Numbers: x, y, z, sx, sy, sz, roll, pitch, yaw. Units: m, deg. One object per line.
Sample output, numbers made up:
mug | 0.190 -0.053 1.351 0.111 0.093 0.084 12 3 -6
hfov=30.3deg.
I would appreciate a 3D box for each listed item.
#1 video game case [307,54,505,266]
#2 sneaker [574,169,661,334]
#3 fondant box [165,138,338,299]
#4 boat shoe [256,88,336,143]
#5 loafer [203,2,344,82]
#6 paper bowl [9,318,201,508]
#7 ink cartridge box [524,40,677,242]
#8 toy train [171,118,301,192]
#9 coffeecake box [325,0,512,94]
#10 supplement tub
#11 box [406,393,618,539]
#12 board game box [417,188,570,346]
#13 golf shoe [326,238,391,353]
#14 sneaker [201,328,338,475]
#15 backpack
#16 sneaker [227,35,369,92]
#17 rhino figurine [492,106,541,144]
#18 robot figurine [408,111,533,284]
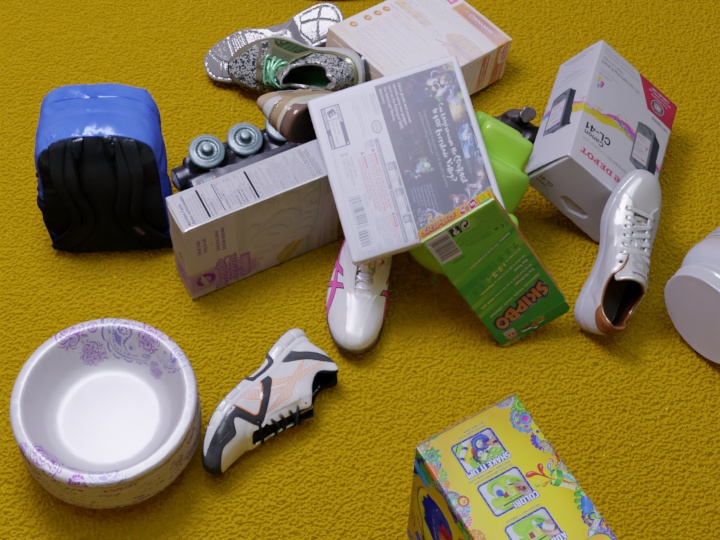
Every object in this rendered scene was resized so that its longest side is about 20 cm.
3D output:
video game case | 0.051 -0.125 1.506 0.180 0.023 0.202 -17 76 3
sneaker | 0.317 -0.019 1.542 0.072 0.085 0.202 18 88 -20
fondant box | -0.124 -0.060 1.572 0.199 0.145 0.058 -22 60 -15
boat shoe | -0.054 -0.197 1.632 0.076 0.200 0.072 34 105 25
loafer | -0.111 -0.297 1.790 0.198 0.063 0.072 -21 83 5
paper bowl | -0.272 0.162 1.441 0.199 0.105 0.202 1 55 -1
ink cartridge box | 0.300 -0.160 1.649 0.147 0.085 0.201 36 53 -21
toy train | -0.133 -0.122 1.659 0.199 0.085 0.115 -21 72 -18
coffeecake box | 0.075 -0.287 1.758 0.199 0.073 0.153 -30 61 -31
supplement tub | 0.464 0.003 1.541 0.199 0.146 0.145 -35 63 -23
box | 0.147 0.269 1.318 0.121 0.201 0.193 -25 58 -17
board game box | 0.154 0.002 1.501 0.095 0.200 0.030 -30 35 13
golf shoe | 0.000 0.000 1.567 0.072 0.092 0.201 7 57 2
sneaker | -0.099 0.151 1.472 0.080 0.074 0.200 32 61 17
backpack | -0.311 -0.136 1.587 0.161 0.201 0.169 -7 56 -5
sneaker | -0.092 -0.256 1.694 0.198 0.078 0.088 7 16 26
rhino figurine | 0.146 -0.153 1.685 0.199 0.087 0.060 -25 98 -16
robot figurine | 0.122 -0.083 1.575 0.115 0.201 0.176 25 13 -20
